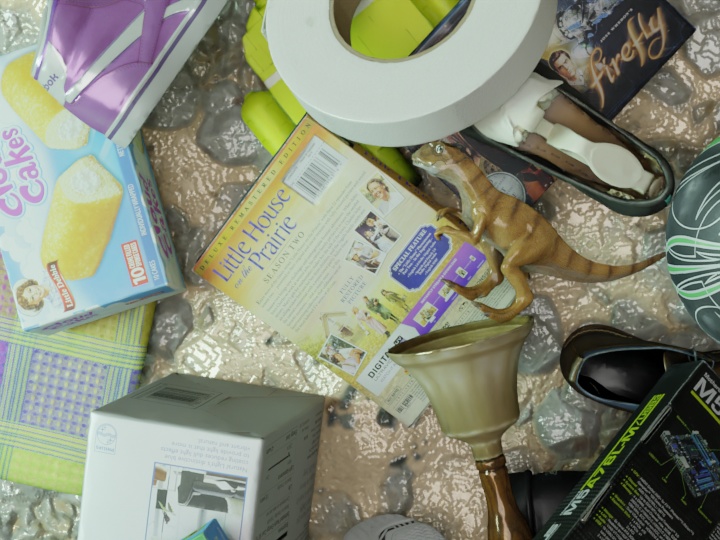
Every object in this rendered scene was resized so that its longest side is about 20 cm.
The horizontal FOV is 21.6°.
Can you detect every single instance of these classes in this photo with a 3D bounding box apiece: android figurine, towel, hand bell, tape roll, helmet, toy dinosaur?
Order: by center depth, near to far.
[{"bbox_3d":[0.304,-0.022,1.259,0.191,0.200,0.200,-12,92,-7],"label":"helmet"},{"bbox_3d":[0.033,-0.179,1.281,0.203,0.037,0.203,-9,62,18],"label":"tape roll"},{"bbox_3d":[0.116,-0.014,1.297,0.200,0.060,0.106,32,94,-16],"label":"toy dinosaur"},{"bbox_3d":[0.093,0.140,1.307,0.104,0.104,0.200,-13,96,10],"label":"hand bell"},{"bbox_3d":[-0.004,-0.152,1.368,0.182,0.041,0.200,-37,90,11],"label":"android figurine"},{"bbox_3d":[-0.232,0.066,1.431,0.144,0.023,0.200,11,97,8],"label":"towel"}]

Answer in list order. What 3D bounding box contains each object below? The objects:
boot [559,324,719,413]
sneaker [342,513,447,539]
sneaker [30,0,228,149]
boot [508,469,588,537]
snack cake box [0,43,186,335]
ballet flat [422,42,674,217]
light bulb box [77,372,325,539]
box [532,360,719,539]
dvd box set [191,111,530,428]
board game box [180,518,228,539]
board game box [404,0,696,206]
[{"bbox_3d":[0.234,0.089,1.315,0.200,0.097,0.075,12,96,9],"label":"boot"},{"bbox_3d":[0.053,0.264,1.347,0.075,0.200,0.115,-23,125,-24],"label":"sneaker"},{"bbox_3d":[-0.157,-0.197,1.334,0.114,0.073,0.201,35,68,-7],"label":"sneaker"},{"bbox_3d":[0.196,0.228,1.343,0.168,0.076,0.200,-7,91,11],"label":"boot"},{"bbox_3d":[-0.213,-0.064,1.380,0.115,0.067,0.200,-18,84,5],"label":"snack cake box"},{"bbox_3d":[0.131,-0.100,1.279,0.200,0.068,0.068,26,94,-7],"label":"ballet flat"},{"bbox_3d":[-0.113,0.190,1.330,0.125,0.198,0.200,8,96,11],"label":"light bulb box"},{"bbox_3d":[0.225,0.195,1.237,0.200,0.048,0.193,47,63,-11],"label":"box"},{"bbox_3d":[0.000,0.000,1.359,0.200,0.029,0.146,35,105,-5],"label":"dvd box set"},{"bbox_3d":[-0.138,0.276,1.224,0.200,0.037,0.151,-33,92,15],"label":"board game box"},{"bbox_3d":[0.117,-0.142,1.324,0.135,0.035,0.200,42,93,-8],"label":"board game box"}]
